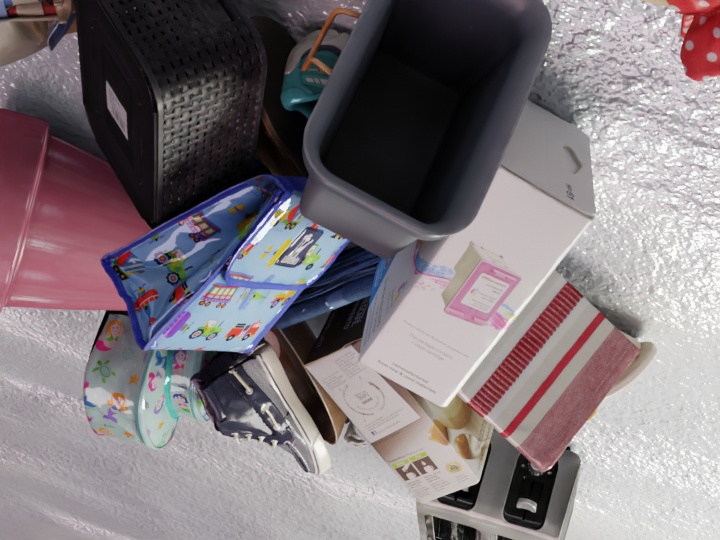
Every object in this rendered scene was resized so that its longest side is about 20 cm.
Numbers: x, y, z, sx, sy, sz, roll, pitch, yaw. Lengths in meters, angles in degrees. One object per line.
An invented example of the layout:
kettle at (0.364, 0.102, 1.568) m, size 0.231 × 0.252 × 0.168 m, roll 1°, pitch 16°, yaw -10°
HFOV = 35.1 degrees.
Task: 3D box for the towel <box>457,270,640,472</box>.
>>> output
towel at (0.137, 0.062, 1.013) m, size 0.200 × 0.144 × 0.023 m, roll 43°, pitch 170°, yaw -10°

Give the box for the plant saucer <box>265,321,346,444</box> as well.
plant saucer at (-0.070, 0.093, 1.218) m, size 0.201 × 0.034 × 0.201 m, roll 52°, pitch 165°, yaw 20°

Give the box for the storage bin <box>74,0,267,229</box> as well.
storage bin at (-0.152, -0.143, 0.895) m, size 0.136 × 0.093 × 0.200 m, roll 56°, pitch 155°, yaw 20°

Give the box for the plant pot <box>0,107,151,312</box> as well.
plant pot at (-0.298, -0.042, 1.133) m, size 0.178 × 0.201 × 0.200 m, roll 15°, pitch 152°, yaw -19°

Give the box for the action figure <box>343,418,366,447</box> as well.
action figure at (0.020, 0.147, 1.288) m, size 0.199 × 0.103 × 0.119 m, roll 22°, pitch 161°, yaw -2°

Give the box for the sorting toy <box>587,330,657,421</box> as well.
sorting toy at (0.154, 0.079, 1.125) m, size 0.199 × 0.107 × 0.180 m, roll 28°, pitch 168°, yaw -9°

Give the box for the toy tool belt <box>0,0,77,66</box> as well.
toy tool belt at (-0.260, -0.244, 0.876) m, size 0.122 × 0.126 × 0.200 m, roll -13°, pitch 157°, yaw -16°

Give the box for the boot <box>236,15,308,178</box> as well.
boot at (-0.074, -0.131, 0.951) m, size 0.075 × 0.074 × 0.200 m, roll 13°, pitch 151°, yaw 29°

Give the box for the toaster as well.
toaster at (0.165, 0.284, 1.388) m, size 0.180 × 0.119 × 0.201 m, roll 15°, pitch 149°, yaw 15°

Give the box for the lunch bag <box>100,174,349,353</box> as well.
lunch bag at (-0.087, -0.022, 0.949) m, size 0.200 × 0.094 × 0.150 m, roll -37°, pitch 159°, yaw 22°

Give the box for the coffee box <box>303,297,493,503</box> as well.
coffee box at (0.046, 0.121, 1.159) m, size 0.079 × 0.115 × 0.200 m, roll -27°, pitch 113°, yaw 32°

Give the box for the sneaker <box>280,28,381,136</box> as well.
sneaker at (0.007, -0.104, 0.927) m, size 0.077 × 0.080 × 0.200 m, roll -16°, pitch 133°, yaw 46°

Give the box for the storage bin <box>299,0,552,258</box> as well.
storage bin at (0.023, -0.111, 0.807) m, size 0.145 × 0.201 × 0.134 m, roll 27°, pitch 158°, yaw -6°

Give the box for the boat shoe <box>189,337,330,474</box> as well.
boat shoe at (-0.109, 0.162, 1.232) m, size 0.075 × 0.092 × 0.201 m, roll 28°, pitch 149°, yaw 59°

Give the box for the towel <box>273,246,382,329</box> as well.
towel at (0.000, 0.000, 1.076) m, size 0.199 × 0.111 × 0.049 m, roll -23°, pitch 90°, yaw 47°

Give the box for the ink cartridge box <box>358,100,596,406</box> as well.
ink cartridge box at (0.087, -0.021, 0.868) m, size 0.084 × 0.145 × 0.200 m, roll 29°, pitch 120°, yaw -11°

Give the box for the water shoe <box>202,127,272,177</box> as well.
water shoe at (-0.115, -0.073, 1.054) m, size 0.199 × 0.079 × 0.072 m, roll 22°, pitch 149°, yaw 0°

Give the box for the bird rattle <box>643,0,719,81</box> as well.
bird rattle at (0.197, -0.204, 0.670) m, size 0.162 × 0.113 × 0.200 m, roll 26°, pitch 164°, yaw 18°

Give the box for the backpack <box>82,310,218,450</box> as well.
backpack at (-0.227, 0.097, 1.273) m, size 0.149 × 0.201 × 0.178 m, roll 17°, pitch 148°, yaw 9°
